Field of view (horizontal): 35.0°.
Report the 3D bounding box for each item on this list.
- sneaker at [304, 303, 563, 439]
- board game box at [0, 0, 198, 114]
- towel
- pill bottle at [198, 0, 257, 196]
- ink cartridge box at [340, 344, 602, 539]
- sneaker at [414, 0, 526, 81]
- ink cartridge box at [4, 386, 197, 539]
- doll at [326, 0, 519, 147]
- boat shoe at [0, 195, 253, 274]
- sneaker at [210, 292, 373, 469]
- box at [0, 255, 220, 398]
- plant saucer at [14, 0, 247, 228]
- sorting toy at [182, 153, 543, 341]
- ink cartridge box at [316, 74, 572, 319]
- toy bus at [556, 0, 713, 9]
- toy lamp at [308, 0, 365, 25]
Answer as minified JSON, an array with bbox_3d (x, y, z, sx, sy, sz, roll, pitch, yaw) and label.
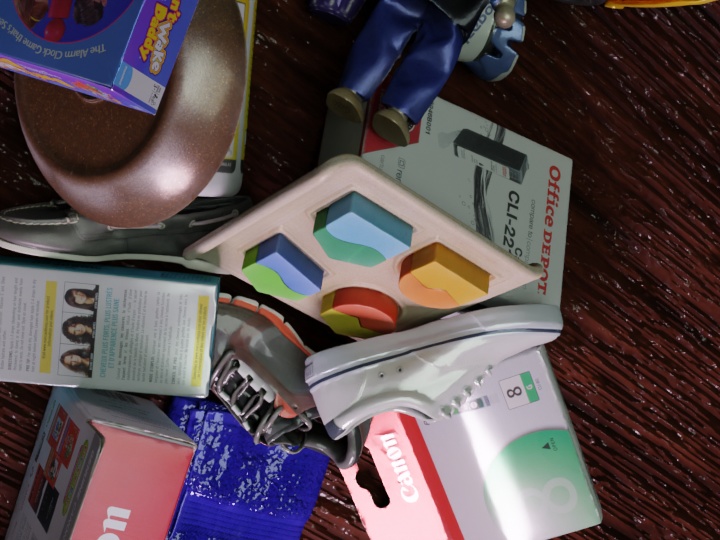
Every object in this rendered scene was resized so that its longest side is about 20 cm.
[{"bbox_3d":[0.059,0.076,0.853,0.198,0.073,0.072,-15,80,-3],"label":"sneaker"},{"bbox_3d":[-0.189,-0.188,0.705,0.045,0.198,0.136,27,83,-62],"label":"board game box"},{"bbox_3d":[-0.110,0.209,0.904,0.146,0.049,0.202,20,88,-24],"label":"towel"},{"bbox_3d":[-0.132,-0.157,0.811,0.111,0.112,0.203,3,95,-24],"label":"pill bottle"},{"bbox_3d":[0.078,0.155,0.931,0.198,0.050,0.162,-20,106,9],"label":"ink cartridge box"},{"bbox_3d":[0.077,-0.258,0.910,0.114,0.080,0.202,2,97,-27],"label":"sneaker"},{"bbox_3d":[-0.191,0.196,0.796,0.083,0.175,0.202,18,90,-25],"label":"ink cartridge box"},{"bbox_3d":[0.047,-0.196,0.838,0.135,0.049,0.201,27,78,16],"label":"doll"},{"bbox_3d":[-0.169,-0.038,0.833,0.198,0.067,0.058,6,105,-31],"label":"boat shoe"},{"bbox_3d":[-0.072,0.087,0.867,0.199,0.082,0.077,27,126,-16],"label":"sneaker"},{"bbox_3d":[-0.201,0.037,0.806,0.197,0.049,0.083,6,95,-6],"label":"box"},{"bbox_3d":[-0.163,-0.129,0.744,0.037,0.198,0.203,-3,100,-59],"label":"plant saucer"},{"bbox_3d":[0.000,0.000,0.807,0.199,0.184,0.037,25,57,-32],"label":"sorting toy"},{"bbox_3d":[0.065,-0.047,0.907,0.198,0.084,0.146,20,66,-26],"label":"ink cartridge box"},{"bbox_3d":[0.252,-0.271,0.930,0.190,0.199,0.137,13,92,-33],"label":"toy bus"},{"bbox_3d":[0.007,-0.291,0.888,0.058,0.058,0.202,18,87,-25],"label":"toy lamp"}]
